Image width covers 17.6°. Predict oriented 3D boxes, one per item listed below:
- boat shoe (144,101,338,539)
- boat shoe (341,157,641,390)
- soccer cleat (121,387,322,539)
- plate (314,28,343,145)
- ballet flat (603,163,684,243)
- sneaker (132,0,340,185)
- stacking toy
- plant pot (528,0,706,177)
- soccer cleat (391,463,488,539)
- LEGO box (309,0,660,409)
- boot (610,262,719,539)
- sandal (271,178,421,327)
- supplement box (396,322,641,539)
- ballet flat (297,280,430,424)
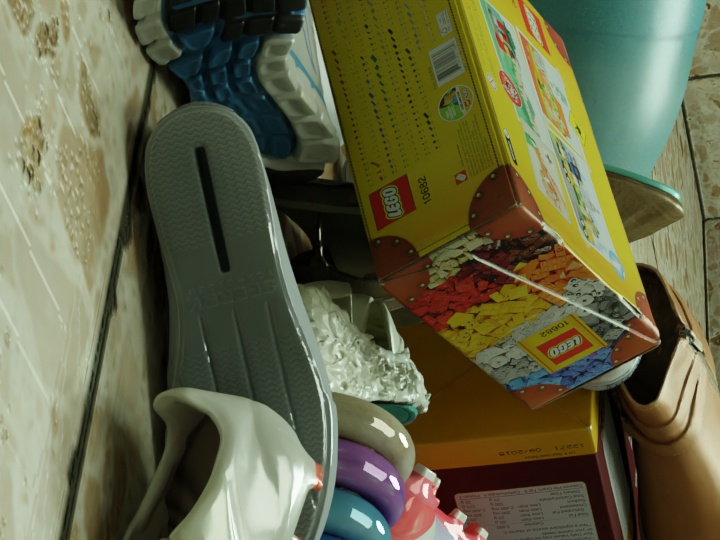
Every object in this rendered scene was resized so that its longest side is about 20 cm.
[{"bbox_3d":[-0.047,0.029,0.970,0.062,0.072,0.201,3,80,-83],"label":"boat shoe"},{"bbox_3d":[0.068,-0.010,1.275,0.202,0.075,0.086,42,-4,13],"label":"boat shoe"},{"bbox_3d":[-0.065,0.141,0.872,0.077,0.069,0.201,29,58,-38],"label":"soccer cleat"},{"bbox_3d":[-0.034,-0.162,1.199,0.200,0.032,0.201,-52,135,-73],"label":"plate"},{"bbox_3d":[0.088,-0.040,1.366,0.068,0.199,0.073,118,-9,-70],"label":"ballet flat"},{"bbox_3d":[-0.057,-0.120,1.020,0.200,0.075,0.087,78,5,-61],"label":"sneaker"},{"bbox_3d":[-0.029,0.155,0.990,0.085,0.085,0.201,66,27,-54],"label":"stacking toy"},{"bbox_3d":[0.127,-0.118,1.566,0.200,0.199,0.189,-50,147,-73],"label":"plant pot"},{"bbox_3d":[0.018,0.147,1.242,0.077,0.067,0.200,-54,160,-9],"label":"soccer cleat"},{"bbox_3d":[0.057,-0.058,1.120,0.149,0.077,0.201,39,29,-48],"label":"LEGO box"},{"bbox_3d":[0.182,0.103,1.352,0.155,0.073,0.201,57,17,-64],"label":"boot"},{"bbox_3d":[0.001,0.000,1.192,0.201,0.079,0.058,57,43,-65],"label":"sandal"},{"bbox_3d":[0.096,0.106,1.421,0.198,0.132,0.200,-81,160,-49],"label":"supplement box"},{"bbox_3d":[-0.007,0.039,1.123,0.200,0.071,0.072,29,56,-76],"label":"ballet flat"}]
